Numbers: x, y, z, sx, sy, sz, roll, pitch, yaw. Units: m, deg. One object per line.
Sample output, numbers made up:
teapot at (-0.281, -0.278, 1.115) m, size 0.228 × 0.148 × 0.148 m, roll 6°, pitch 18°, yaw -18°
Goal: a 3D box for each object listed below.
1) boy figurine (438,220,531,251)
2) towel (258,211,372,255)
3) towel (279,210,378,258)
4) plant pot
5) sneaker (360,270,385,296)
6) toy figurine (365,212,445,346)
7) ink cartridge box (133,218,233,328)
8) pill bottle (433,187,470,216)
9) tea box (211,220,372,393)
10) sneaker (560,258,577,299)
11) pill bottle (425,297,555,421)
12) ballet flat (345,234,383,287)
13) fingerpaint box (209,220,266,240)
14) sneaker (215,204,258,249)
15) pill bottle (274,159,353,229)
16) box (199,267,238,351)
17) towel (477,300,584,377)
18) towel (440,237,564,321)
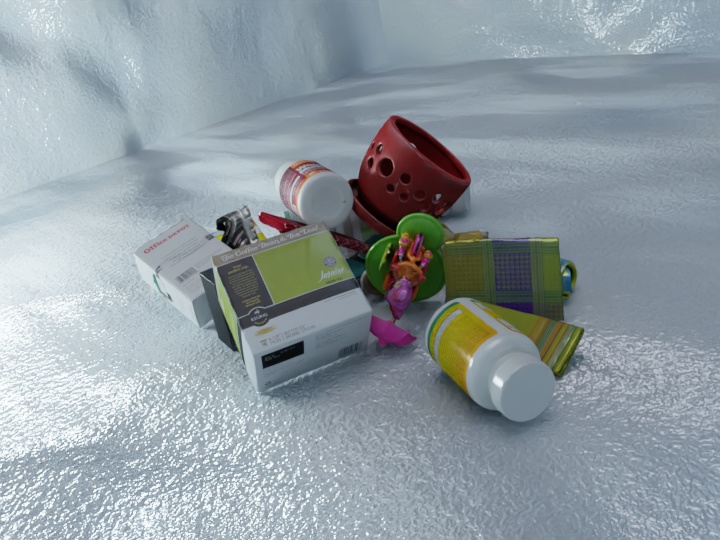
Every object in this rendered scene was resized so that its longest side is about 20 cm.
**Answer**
boy figurine at (0.219, -0.049, 1.361) m, size 0.198 × 0.065 × 0.125 m, roll 14°, pitch 29°, yaw 9°
towel at (-0.087, -0.071, 1.379) m, size 0.199 × 0.023 × 0.144 m, roll 14°, pitch 7°, yaw -29°
towel at (-0.056, -0.070, 1.496) m, size 0.198 × 0.151 × 0.031 m, roll -13°, pitch 12°, yaw -2°
plant pot at (0.086, -0.166, 1.390) m, size 0.199 × 0.183 × 0.201 m, roll 30°, pitch 24°, yaw -15°
sneaker at (0.064, -0.012, 1.405) m, size 0.199 × 0.072 × 0.112 m, roll -17°, pitch 27°, yaw -30°
toy figurine at (0.071, 0.034, 1.198) m, size 0.149 × 0.201 × 0.185 m, roll 20°, pitch 40°, yaw -2°
ink cartridge box at (-0.336, 0.000, 1.456) m, size 0.199 × 0.085 × 0.146 m, roll 34°, pitch 55°, yaw 30°
pill bottle at (0.150, -0.179, 1.681) m, size 0.198 × 0.115 × 0.114 m, roll -3°, pitch 25°, yaw 19°
tea box at (-0.113, 0.055, 1.168) m, size 0.198 × 0.134 × 0.198 m, roll -19°, pitch 60°, yaw -17°
sneaker at (0.281, 0.019, 1.224) m, size 0.199 × 0.080 × 0.130 m, roll -24°, pitch 25°, yaw -22°
pill bottle at (0.179, 0.123, 1.000) m, size 0.112 × 0.114 × 0.200 m, roll -19°, pitch 25°, yaw -15°
ballet flat at (0.000, 0.000, 1.416) m, size 0.072 × 0.073 × 0.200 m, roll 5°, pitch 29°, yaw 34°
fingerpaint box at (-0.312, -0.033, 1.634) m, size 0.198 × 0.074 × 0.167 m, roll -18°, pitch 25°, yaw -14°
sneaker at (-0.254, -0.039, 1.517) m, size 0.087 × 0.201 × 0.074 m, roll -15°, pitch -19°, yaw -13°
pill bottle at (-0.097, -0.154, 1.398) m, size 0.109 × 0.110 × 0.200 m, roll -20°, pitch 25°, yaw -16°
box at (-0.177, 0.038, 1.327) m, size 0.199 × 0.142 × 0.079 m, roll -25°, pitch 26°, yaw -26°
towel at (0.237, 0.100, 1.102) m, size 0.199 × 0.018 × 0.086 m, roll 15°, pitch 59°, yaw 46°
towel at (0.228, 0.017, 1.180) m, size 0.198 × 0.145 × 0.023 m, roll -3°, pitch 6°, yaw 22°
